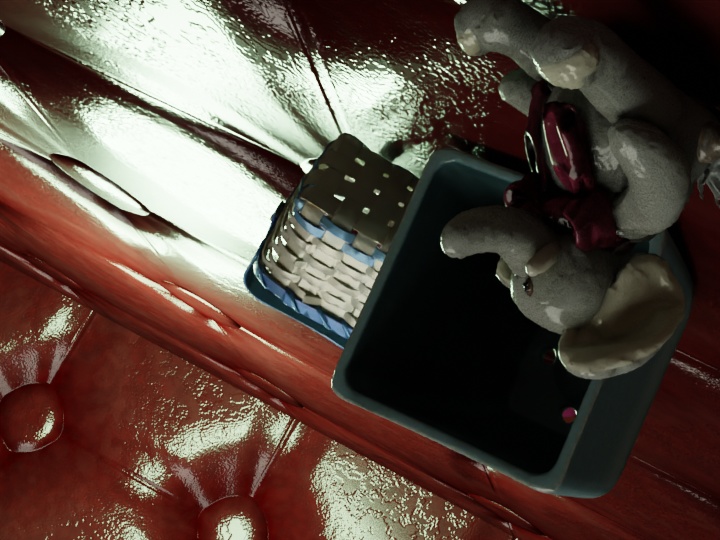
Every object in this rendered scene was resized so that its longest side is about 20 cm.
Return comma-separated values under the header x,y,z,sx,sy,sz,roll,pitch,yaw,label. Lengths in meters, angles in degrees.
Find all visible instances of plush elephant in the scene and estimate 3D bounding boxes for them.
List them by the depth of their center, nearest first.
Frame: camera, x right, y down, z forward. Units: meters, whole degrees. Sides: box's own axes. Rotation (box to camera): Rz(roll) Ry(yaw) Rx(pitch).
x,y,z,sx,sy,sz,roll,pitch,yaw,label
0.115,-0.038,0.885,0.199,0.156,0.165,29,-174,-28,plush elephant

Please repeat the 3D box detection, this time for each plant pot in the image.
x,y,z,sx,sy,sz,roll,pitch,yaw,label
0.135,0.054,1.201,0.195,0.197,0.200,22,176,32,plant pot

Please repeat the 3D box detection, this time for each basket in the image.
x,y,z,sx,sy,sz,roll,pitch,yaw,label
0.000,0.000,1.338,0.175,0.139,0.201,30,138,2,basket

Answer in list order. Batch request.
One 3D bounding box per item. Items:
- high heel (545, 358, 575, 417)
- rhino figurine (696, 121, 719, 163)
x,y,z,sx,sy,sz,roll,pitch,yaw,label
0.132,0.101,1.635,0.199,0.068,0.096,23,177,11,high heel
0.252,-0.029,0.867,0.087,0.060,0.200,16,164,36,rhino figurine
